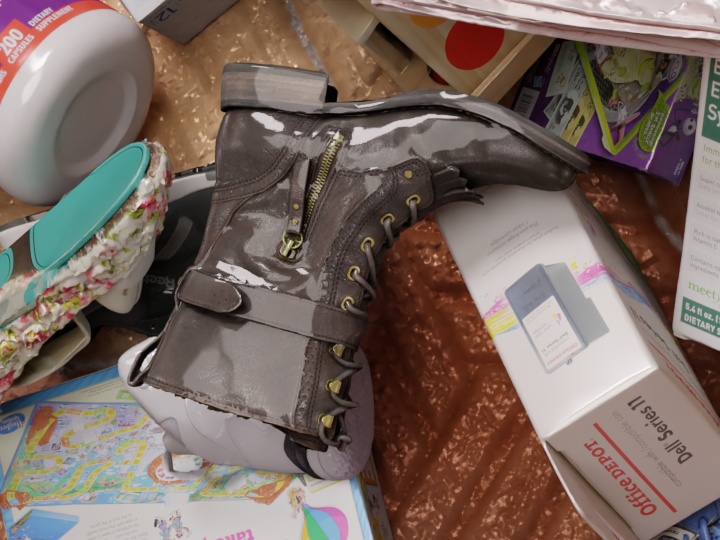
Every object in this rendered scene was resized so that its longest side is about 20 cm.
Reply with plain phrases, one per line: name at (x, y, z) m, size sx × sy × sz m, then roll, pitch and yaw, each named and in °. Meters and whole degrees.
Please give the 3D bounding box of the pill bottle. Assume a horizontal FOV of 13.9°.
pill bottle at (-0.214, -0.125, 1.585) m, size 0.200 × 0.112 × 0.113 m, roll 32°, pitch 93°, yaw 25°

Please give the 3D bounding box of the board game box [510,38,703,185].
board game box at (0.150, -0.149, 1.477) m, size 0.120 × 0.032 × 0.200 m, roll 23°, pitch 90°, yaw 58°

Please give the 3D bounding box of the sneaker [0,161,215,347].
sneaker at (-0.088, -0.008, 1.559) m, size 0.200 × 0.076 × 0.088 m, roll -15°, pitch 93°, yaw 20°

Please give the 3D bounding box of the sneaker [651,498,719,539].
sneaker at (0.162, 0.162, 1.428) m, size 0.076 × 0.077 × 0.200 m, roll 42°, pitch 95°, yaw 22°

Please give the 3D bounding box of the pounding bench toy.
pounding bench toy at (0.055, -0.194, 1.474) m, size 0.200 × 0.156 × 0.124 m, roll -47°, pitch 40°, yaw 5°

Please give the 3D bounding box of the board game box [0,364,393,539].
board game box at (-0.093, 0.110, 1.550) m, size 0.200 × 0.034 × 0.135 m, roll -18°, pitch 76°, yaw 16°

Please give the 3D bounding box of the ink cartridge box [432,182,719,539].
ink cartridge box at (0.116, 0.048, 1.405) m, size 0.067 × 0.117 × 0.200 m, roll -33°, pitch 48°, yaw 11°

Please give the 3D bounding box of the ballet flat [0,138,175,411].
ballet flat at (-0.153, 0.008, 1.520) m, size 0.200 × 0.064 × 0.076 m, roll -38°, pitch 31°, yaw 26°

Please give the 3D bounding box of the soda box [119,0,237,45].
soda box at (-0.048, -0.209, 1.566) m, size 0.200 × 0.068 × 0.064 m, roll -39°, pitch 73°, yaw 11°

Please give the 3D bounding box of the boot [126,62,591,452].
boot at (0.000, 0.000, 1.393) m, size 0.199 × 0.069 × 0.175 m, roll 9°, pitch 86°, yaw 15°

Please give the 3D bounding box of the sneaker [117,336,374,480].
sneaker at (-0.064, 0.011, 1.482) m, size 0.115 × 0.075 × 0.201 m, roll -8°, pitch 95°, yaw 19°

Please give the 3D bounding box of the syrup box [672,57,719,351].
syrup box at (0.209, -0.058, 1.391) m, size 0.079 × 0.081 × 0.201 m, roll 23°, pitch 121°, yaw 36°

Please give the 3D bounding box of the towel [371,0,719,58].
towel at (0.113, -0.198, 1.345) m, size 0.190 × 0.032 × 0.200 m, roll 8°, pitch 69°, yaw 8°
